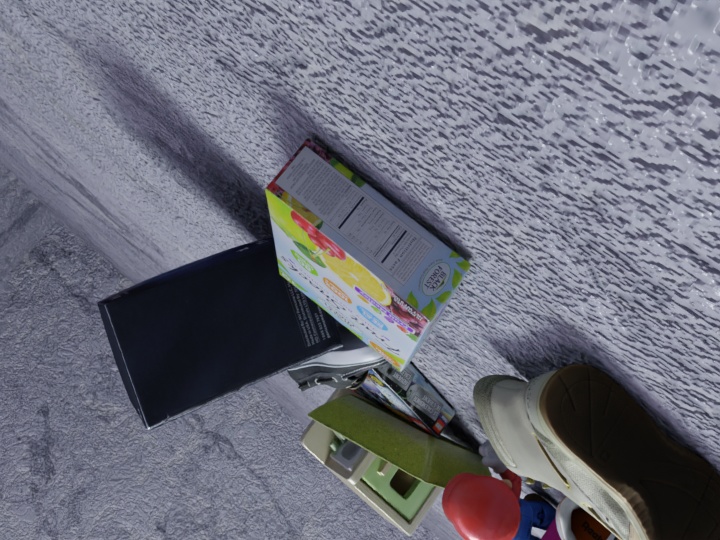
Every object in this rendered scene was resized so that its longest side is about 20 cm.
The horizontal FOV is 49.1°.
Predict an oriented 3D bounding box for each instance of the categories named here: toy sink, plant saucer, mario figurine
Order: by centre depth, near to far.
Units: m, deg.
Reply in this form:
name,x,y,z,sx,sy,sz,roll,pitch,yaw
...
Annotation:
name,x,y,z,sx,sy,sz,roll,pitch,yaw
mario figurine,0.148,0.272,0.888,0.199,0.105,0.125,38,-150,-46
plant saucer,0.063,0.217,0.994,0.197,0.049,0.199,20,172,40
toy sink,0.029,0.278,1.192,0.200,0.131,0.112,46,164,-17

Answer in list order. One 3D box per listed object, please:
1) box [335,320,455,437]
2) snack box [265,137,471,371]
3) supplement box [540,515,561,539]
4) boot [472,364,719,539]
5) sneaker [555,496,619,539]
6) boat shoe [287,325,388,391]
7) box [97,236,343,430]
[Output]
name,x,y,z,sx,sy,sz,roll,pitch,yaw
box,0.010,0.119,0.951,0.137,0.040,0.199,47,164,-27
snack box,0.000,0.000,0.603,0.141,0.053,0.200,39,166,8
supplement box,0.273,0.366,0.888,0.103,0.102,0.201,26,159,47
boot,0.174,0.150,0.568,0.200,0.072,0.155,47,165,-4
sneaker,0.258,0.278,0.714,0.198,0.079,0.080,31,169,37
boat shoe,-0.019,0.094,0.827,0.199,0.068,0.058,-14,105,57
box,-0.150,0.052,0.790,0.199,0.195,0.126,-6,106,69
